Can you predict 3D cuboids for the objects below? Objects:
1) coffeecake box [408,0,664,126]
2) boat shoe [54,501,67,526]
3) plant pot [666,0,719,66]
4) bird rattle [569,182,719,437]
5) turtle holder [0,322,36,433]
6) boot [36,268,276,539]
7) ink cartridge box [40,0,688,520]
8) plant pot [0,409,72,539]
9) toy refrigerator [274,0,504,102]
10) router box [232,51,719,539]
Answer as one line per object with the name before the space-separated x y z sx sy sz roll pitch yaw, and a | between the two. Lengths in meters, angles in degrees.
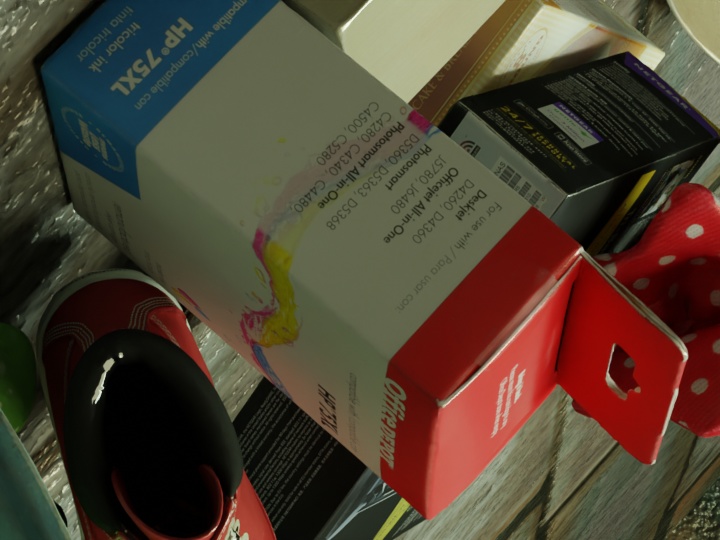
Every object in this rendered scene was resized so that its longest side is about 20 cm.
coffeecake box | 0.022 -0.051 1.089 0.154 0.073 0.200 -52 165 11
boat shoe | -0.170 0.142 1.007 0.200 0.060 0.076 -58 164 26
plant pot | 0.259 -0.155 1.358 0.135 0.200 0.200 -63 169 -16
bird rattle | 0.139 0.014 1.055 0.200 0.113 0.163 -37 180 -35
turtle holder | -0.150 0.109 0.882 0.140 0.186 0.132 -16 160 -4
boot | -0.052 0.106 0.921 0.072 0.201 0.144 -20 -167 -6
ink cartridge box | 0.000 0.000 0.888 0.067 0.200 0.116 -46 165 -15
plant pot | -0.187 0.109 0.647 0.196 0.200 0.201 -29 156 -37
toy refrigerator | 0.038 -0.143 0.921 0.200 0.070 0.076 -47 159 -14
router box | 0.031 0.020 1.041 0.200 0.052 0.157 -55 165 23
